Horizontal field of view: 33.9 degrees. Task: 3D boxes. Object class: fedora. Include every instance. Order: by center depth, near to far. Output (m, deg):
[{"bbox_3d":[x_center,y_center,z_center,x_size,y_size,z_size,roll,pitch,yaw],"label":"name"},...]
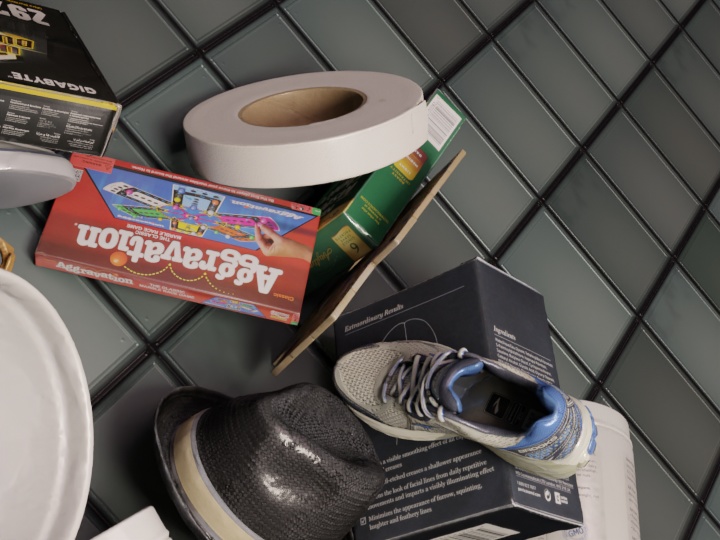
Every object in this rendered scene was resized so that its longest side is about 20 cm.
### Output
[{"bbox_3d":[-0.049,0.136,0.835,0.201,0.092,0.201,45,17,-18],"label":"fedora"}]

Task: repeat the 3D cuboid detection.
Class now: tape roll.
[{"bbox_3d":[-0.044,-0.120,0.972,0.203,0.202,0.037,-33,125,-45],"label":"tape roll"}]

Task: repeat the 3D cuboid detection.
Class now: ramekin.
[{"bbox_3d":[-0.253,0.101,0.680,0.200,0.105,0.201,-6,90,-68],"label":"ramekin"}]

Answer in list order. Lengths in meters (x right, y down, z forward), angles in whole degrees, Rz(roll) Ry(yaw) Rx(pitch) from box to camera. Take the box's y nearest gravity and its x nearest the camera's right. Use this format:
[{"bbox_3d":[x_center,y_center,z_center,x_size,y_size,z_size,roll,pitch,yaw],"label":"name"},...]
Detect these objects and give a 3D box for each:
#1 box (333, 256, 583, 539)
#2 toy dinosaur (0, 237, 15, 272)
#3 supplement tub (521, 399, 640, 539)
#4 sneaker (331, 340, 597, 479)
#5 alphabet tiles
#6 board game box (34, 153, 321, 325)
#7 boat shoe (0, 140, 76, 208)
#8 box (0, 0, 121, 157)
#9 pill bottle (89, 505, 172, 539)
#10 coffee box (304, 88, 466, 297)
[{"bbox_3d":[0.073,0.117,0.941,0.107,0.148,0.201,25,51,-47],"label":"box"},{"bbox_3d":[-0.274,0.020,0.805,0.200,0.060,0.106,37,72,-10],"label":"toy dinosaur"},{"bbox_3d":[0.167,0.223,0.982,0.132,0.132,0.200,23,53,-28],"label":"supplement tub"},{"bbox_3d":[0.064,0.082,0.827,0.085,0.200,0.077,48,57,-58],"label":"sneaker"},{"bbox_3d":[0.000,0.000,0.948,0.008,0.167,0.200,41,46,-5],"label":"alphabet tiles"},{"bbox_3d":[-0.135,-0.026,0.903,0.199,0.019,0.103,13,55,-5],"label":"board game box"},{"bbox_3d":[-0.296,-0.087,0.824,0.200,0.074,0.066,4,68,-39],"label":"boat shoe"},{"bbox_3d":[-0.289,-0.154,0.837,0.200,0.049,0.160,8,30,-36],"label":"box"},{"bbox_3d":[-0.118,0.255,0.746,0.109,0.109,0.200,-25,83,-44],"label":"pill bottle"},{"bbox_3d":[0.007,-0.068,1.026,0.044,0.123,0.200,45,48,-12],"label":"coffee box"}]
